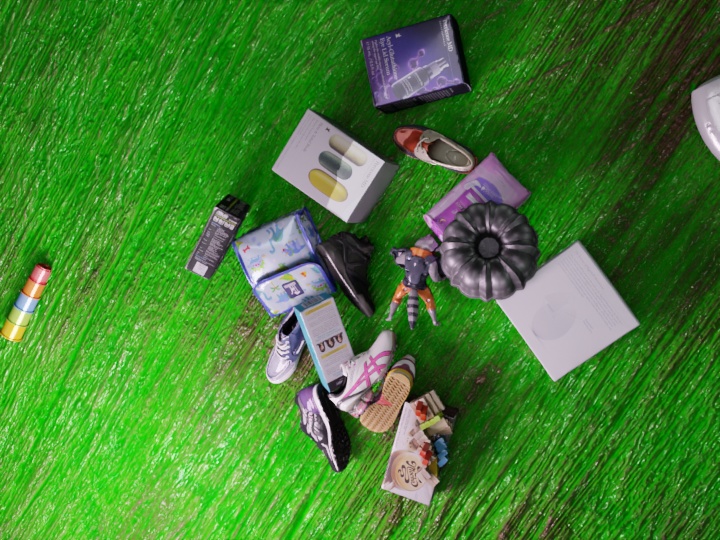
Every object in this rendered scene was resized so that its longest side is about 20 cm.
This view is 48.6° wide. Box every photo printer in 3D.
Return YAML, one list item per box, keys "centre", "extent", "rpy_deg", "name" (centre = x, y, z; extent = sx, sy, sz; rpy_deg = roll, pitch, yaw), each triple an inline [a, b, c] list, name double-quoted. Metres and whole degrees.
- centre: [0.742, -0.308, 1.514]
  extent: [0.199, 0.069, 0.168]
  rpy_deg: [-24, 87, 16]
  name: "photo printer"

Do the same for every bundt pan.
- centre: [0.248, -0.044, 1.544]
  extent: [0.200, 0.076, 0.204]
  rpy_deg: [-2, 80, 10]
  name: "bundt pan"

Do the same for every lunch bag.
- centre: [-0.163, -0.013, 1.760]
  extent: [0.169, 0.127, 0.201]
  rpy_deg: [-21, 100, 13]
  name: "lunch bag"

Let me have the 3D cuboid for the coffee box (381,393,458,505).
- centre: [0.129, 0.383, 1.718]
  extent: [0.112, 0.080, 0.202]
  rpy_deg: [17, 98, 13]
  name: "coffee box"

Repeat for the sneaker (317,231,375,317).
- centre: [0.000, 0.000, 1.732]
  extent: [0.114, 0.076, 0.200]
  rpy_deg: [-35, 105, -16]
  name: "sneaker"

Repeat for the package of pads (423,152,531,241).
- centre: [0.239, -0.132, 1.642]
  extent: [0.200, 0.076, 0.121]
  rpy_deg: [-42, 78, -1]
  name: "package of pads"

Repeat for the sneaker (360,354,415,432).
- centre: [0.068, 0.270, 1.739]
  extent: [0.075, 0.090, 0.201]
  rpy_deg: [33, 127, 1]
  name: "sneaker"

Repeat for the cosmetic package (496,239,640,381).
- centre: [0.415, 0.076, 1.600]
  extent: [0.199, 0.123, 0.200]
  rpy_deg: [-37, 83, 16]
  name: "cosmetic package"

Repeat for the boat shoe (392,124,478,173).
- centre: [0.154, -0.257, 1.684]
  extent: [0.199, 0.063, 0.072]
  rpy_deg: [26, 102, 14]
  name: "boat shoe"

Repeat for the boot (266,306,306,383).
- centre: [-0.168, 0.163, 1.776]
  extent: [0.073, 0.090, 0.201]
  rpy_deg: [34, 99, 26]
  name: "boot"

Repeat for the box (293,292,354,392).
- centre: [-0.070, 0.155, 1.726]
  extent: [0.082, 0.049, 0.201]
  rpy_deg: [-24, 110, -17]
  name: "box"

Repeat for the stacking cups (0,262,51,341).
- centre: [-0.825, 0.077, 1.974]
  extent: [0.060, 0.060, 0.201]
  rpy_deg: [32, 101, 11]
  name: "stacking cups"

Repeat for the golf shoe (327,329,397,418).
- centre: [0.008, 0.209, 1.703]
  extent: [0.092, 0.073, 0.201]
  rpy_deg: [31, 84, -9]
  name: "golf shoe"

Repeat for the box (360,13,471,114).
- centre: [0.118, -0.427, 1.662]
  extent: [0.198, 0.104, 0.149]
  rpy_deg: [-13, 89, 16]
  name: "box"

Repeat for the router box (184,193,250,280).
- centre: [-0.310, -0.078, 1.751]
  extent: [0.062, 0.200, 0.151]
  rpy_deg: [27, 102, -8]
  name: "router box"

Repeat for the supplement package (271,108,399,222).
- centre: [-0.049, -0.218, 1.696]
  extent: [0.199, 0.151, 0.152]
  rpy_deg: [36, 101, 11]
  name: "supplement package"

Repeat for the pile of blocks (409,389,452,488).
- centre: [0.147, 0.350, 1.638]
  extent: [0.081, 0.062, 0.202]
  rpy_deg: [-6, 92, 14]
  name: "pile of blocks"

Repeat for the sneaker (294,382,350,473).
- centre: [-0.088, 0.356, 1.792]
  extent: [0.087, 0.076, 0.202]
  rpy_deg: [-20, 84, 30]
  name: "sneaker"

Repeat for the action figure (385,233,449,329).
- centre: [0.146, 0.023, 1.684]
  extent: [0.198, 0.105, 0.195]
  rpy_deg: [8, 102, 15]
  name: "action figure"
